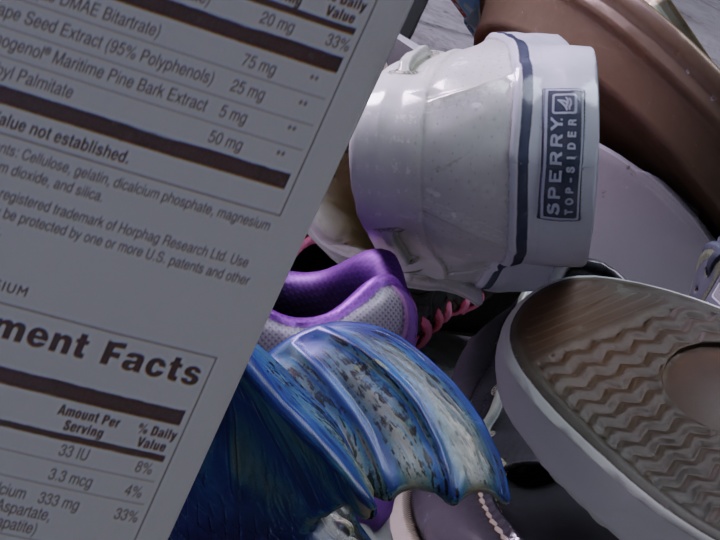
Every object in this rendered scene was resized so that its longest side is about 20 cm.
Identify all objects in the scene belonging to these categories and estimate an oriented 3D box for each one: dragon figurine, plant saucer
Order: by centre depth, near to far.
[{"bbox_3d":[-0.012,0.045,0.570,0.200,0.099,0.059,39,19,27],"label":"dragon figurine"},{"bbox_3d":[0.105,-0.029,1.000,0.200,0.029,0.200,47,-11,12],"label":"plant saucer"}]

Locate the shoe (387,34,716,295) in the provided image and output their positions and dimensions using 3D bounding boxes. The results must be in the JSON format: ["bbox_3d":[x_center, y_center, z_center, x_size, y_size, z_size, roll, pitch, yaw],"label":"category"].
[{"bbox_3d":[0.055,-0.023,0.987,0.200,0.071,0.091,35,8,14],"label":"shoe"}]

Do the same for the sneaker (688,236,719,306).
[{"bbox_3d":[0.117,0.022,0.777,0.074,0.081,0.200,-8,-11,-6],"label":"sneaker"}]

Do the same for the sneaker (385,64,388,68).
[{"bbox_3d":[-0.074,-0.083,0.876,0.200,0.067,0.090,4,40,-36],"label":"sneaker"}]

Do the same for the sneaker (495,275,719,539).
[{"bbox_3d":[0.106,0.083,0.665,0.200,0.085,0.073,37,49,19],"label":"sneaker"}]

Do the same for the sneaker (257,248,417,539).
[{"bbox_3d":[-0.072,0.002,0.657,0.200,0.089,0.080,22,16,-7],"label":"sneaker"}]

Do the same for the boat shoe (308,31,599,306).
[{"bbox_3d":[0.011,-0.027,0.742,0.086,0.075,0.202,2,4,-1],"label":"boat shoe"}]

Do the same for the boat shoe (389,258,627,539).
[{"bbox_3d":[0.054,0.047,0.750,0.073,0.063,0.200,26,15,-6],"label":"boat shoe"}]

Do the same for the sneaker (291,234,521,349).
[{"bbox_3d":[0.000,0.000,0.851,0.200,0.079,0.095,23,45,-51],"label":"sneaker"}]

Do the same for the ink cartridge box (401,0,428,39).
[{"bbox_3d":[-0.078,-0.150,1.070,0.200,0.145,0.145,31,15,23],"label":"ink cartridge box"}]

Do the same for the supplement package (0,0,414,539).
[{"bbox_3d":[-0.106,-0.034,0.496,0.151,0.200,0.152,17,16,-30],"label":"supplement package"}]

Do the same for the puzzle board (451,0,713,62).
[{"bbox_3d":[0.104,-0.048,1.064,0.151,0.017,0.200,53,-10,-20],"label":"puzzle board"}]
